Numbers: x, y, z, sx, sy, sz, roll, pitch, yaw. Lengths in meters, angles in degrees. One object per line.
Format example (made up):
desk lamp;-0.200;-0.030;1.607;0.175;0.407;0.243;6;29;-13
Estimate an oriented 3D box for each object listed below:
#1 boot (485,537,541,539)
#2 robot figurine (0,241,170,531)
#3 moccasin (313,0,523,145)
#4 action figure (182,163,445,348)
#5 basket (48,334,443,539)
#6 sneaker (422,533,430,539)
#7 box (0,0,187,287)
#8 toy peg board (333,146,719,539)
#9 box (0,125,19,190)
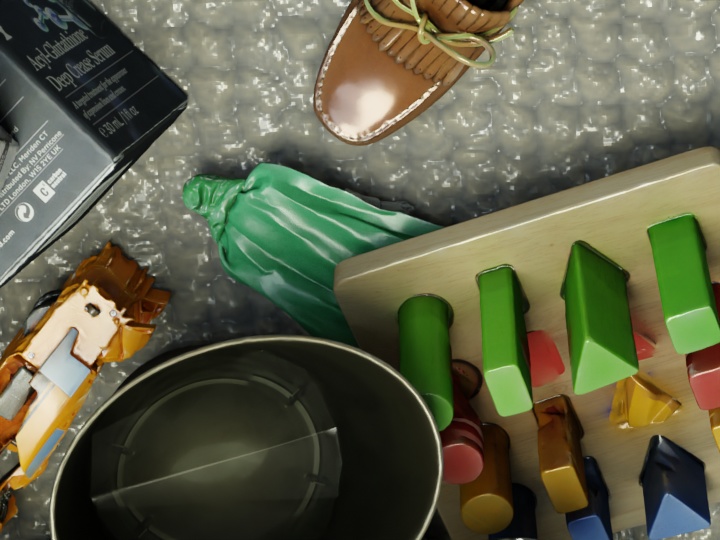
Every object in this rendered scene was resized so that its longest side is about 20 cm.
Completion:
boot;0.009;0.191;1.364;0.211;0.158;0.079;-29;87;-3
robot figurine;-0.179;0.082;1.502;0.058;0.145;0.200;36;102;-5
moccasin;0.050;-0.139;1.426;0.201;0.078;0.074;-41;94;18
action figure;0.000;0.000;1.485;0.200;0.055;0.118;27;109;-1
basket;-0.064;0.096;1.398;0.180;0.200;0.136;-16;94;-7
sneaker;0.014;0.160;1.526;0.084;0.077;0.200;-2;109;-5
box;-0.205;-0.104;1.449;0.200;0.148;0.107;44;108;-3
toy peg board;0.113;0.071;1.420;0.200;0.098;0.199;-17;123;12
box;-0.247;0.004;1.310;0.115;0.132;0.200;23;85;4
